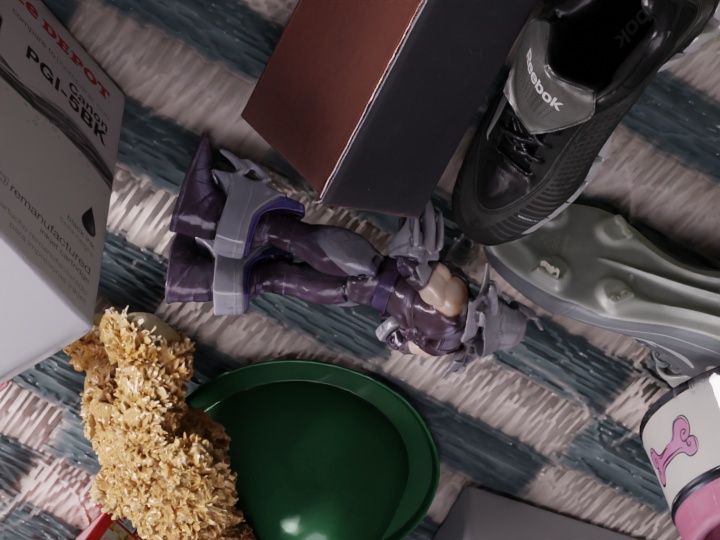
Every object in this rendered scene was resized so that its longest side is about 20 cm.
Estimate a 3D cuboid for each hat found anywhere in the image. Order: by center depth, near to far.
[{"bbox_3d":[-0.034,0.162,1.228,0.200,0.176,0.166,-35,119,26],"label":"hat"}]

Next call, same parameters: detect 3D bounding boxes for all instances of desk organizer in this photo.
[{"bbox_3d":[0.028,-0.131,1.057,0.072,0.077,0.200,7,119,-46],"label":"desk organizer"}]

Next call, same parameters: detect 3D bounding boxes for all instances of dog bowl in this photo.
[{"bbox_3d":[0.252,0.108,1.189,0.200,0.074,0.200,-3,155,-1],"label":"dog bowl"}]

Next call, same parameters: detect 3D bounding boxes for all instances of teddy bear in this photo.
[{"bbox_3d":[-0.112,0.110,1.210,0.145,0.067,0.200,16,124,46],"label":"teddy bear"}]

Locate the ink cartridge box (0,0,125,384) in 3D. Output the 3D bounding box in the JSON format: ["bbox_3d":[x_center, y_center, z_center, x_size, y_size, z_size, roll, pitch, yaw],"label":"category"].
[{"bbox_3d":[-0.191,-0.061,1.049,0.083,0.200,0.147,-29,122,20],"label":"ink cartridge box"}]

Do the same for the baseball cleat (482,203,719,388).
[{"bbox_3d":[0.154,0.027,1.184,0.200,0.070,0.107,19,147,3],"label":"baseball cleat"}]

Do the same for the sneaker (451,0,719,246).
[{"bbox_3d":[0.097,-0.087,1.075,0.067,0.090,0.200,50,120,16],"label":"sneaker"}]

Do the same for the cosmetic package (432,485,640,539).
[{"bbox_3d":[0.135,0.211,1.328,0.200,0.071,0.102,18,127,-10],"label":"cosmetic package"}]

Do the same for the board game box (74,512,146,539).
[{"bbox_3d":[-0.198,0.234,1.279,0.046,0.200,0.152,41,121,-4],"label":"board game box"}]

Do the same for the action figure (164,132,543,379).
[{"bbox_3d":[0.000,0.000,1.156,0.199,0.069,0.130,17,146,2],"label":"action figure"}]

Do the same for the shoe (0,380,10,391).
[{"bbox_3d":[-0.260,-0.009,1.161,0.200,0.091,0.071,31,123,-20],"label":"shoe"}]
